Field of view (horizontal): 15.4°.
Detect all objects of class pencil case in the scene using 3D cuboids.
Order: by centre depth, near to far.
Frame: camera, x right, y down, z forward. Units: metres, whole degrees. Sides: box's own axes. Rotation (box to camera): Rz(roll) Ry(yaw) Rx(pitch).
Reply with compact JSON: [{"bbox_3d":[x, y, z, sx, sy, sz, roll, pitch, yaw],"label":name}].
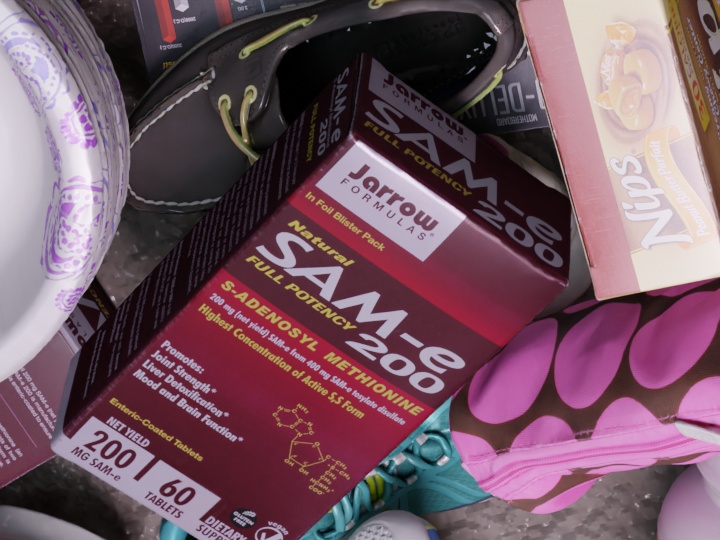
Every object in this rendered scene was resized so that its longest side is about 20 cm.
[{"bbox_3d":[0.116,0.048,1.030,0.091,0.094,0.200,41,150,-19],"label":"pencil case"}]

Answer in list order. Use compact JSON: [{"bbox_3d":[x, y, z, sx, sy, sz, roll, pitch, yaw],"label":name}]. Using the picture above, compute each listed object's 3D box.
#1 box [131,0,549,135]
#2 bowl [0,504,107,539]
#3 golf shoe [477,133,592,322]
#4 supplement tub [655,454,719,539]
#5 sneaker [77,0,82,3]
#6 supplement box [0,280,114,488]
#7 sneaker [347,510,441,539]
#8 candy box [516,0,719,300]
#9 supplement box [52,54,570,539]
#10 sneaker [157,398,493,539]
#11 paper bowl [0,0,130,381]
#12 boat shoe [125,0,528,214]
[{"bbox_3d":[0.001,-0.131,1.116,0.199,0.050,0.159,-8,107,17],"label":"box"},{"bbox_3d":[-0.155,0.171,1.212,0.199,0.200,0.108,18,70,7],"label":"bowl"},{"bbox_3d":[0.000,0.000,1.134,0.199,0.076,0.092,-25,139,15],"label":"golf shoe"},{"bbox_3d":[0.188,0.160,1.117,0.144,0.145,0.201,11,110,10],"label":"supplement tub"},{"bbox_3d":[-0.232,-0.115,1.163,0.202,0.077,0.146,-40,97,21],"label":"sneaker"},{"bbox_3d":[-0.207,0.059,1.226,0.199,0.061,0.109,-30,99,22],"label":"supplement box"},{"bbox_3d":[0.041,0.178,1.186,0.105,0.076,0.201,-8,133,-18],"label":"sneaker"},{"bbox_3d":[0.116,-0.078,1.024,0.055,0.200,0.116,-12,105,18],"label":"candy box"},{"bbox_3d":[-0.021,0.022,1.055,0.109,0.061,0.200,33,122,-19],"label":"supplement box"},{"bbox_3d":[0.001,0.091,1.175,0.199,0.080,0.078,-22,102,19],"label":"sneaker"},{"bbox_3d":[-0.192,-0.052,1.082,0.199,0.104,0.202,3,110,8],"label":"paper bowl"},{"bbox_3d":[-0.022,-0.072,1.082,0.201,0.061,0.072,-25,103,21],"label":"boat shoe"}]
